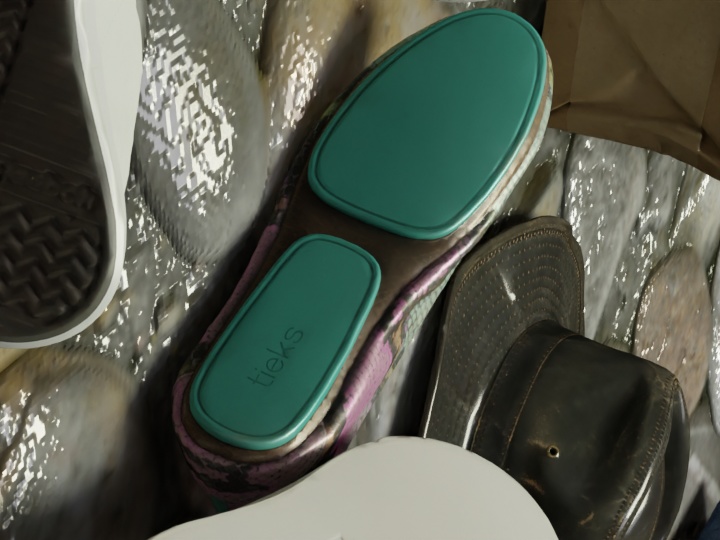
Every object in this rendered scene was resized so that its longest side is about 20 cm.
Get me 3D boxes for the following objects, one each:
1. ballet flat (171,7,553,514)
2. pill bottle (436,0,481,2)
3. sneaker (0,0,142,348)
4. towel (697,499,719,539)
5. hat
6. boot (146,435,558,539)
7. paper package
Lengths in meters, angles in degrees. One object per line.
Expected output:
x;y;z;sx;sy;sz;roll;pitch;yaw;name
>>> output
0.000;0.000;0.818;0.200;0.069;0.071;-58;166;-28;ballet flat
0.005;-0.165;0.692;0.200;0.113;0.113;44;61;-60;pill bottle
-0.091;-0.086;0.607;0.085;0.073;0.200;-109;-162;-80;sneaker
0.165;0.207;1.247;0.200;0.048;0.112;-54;145;-40;towel
0.085;0.082;0.993;0.201;0.081;0.201;-33;128;-55;hat
-0.026;0.108;0.753;0.200;0.073;0.090;-5;148;-50;boot
0.162;-0.158;1.002;0.200;0.103;0.191;-45;147;-51;paper package
